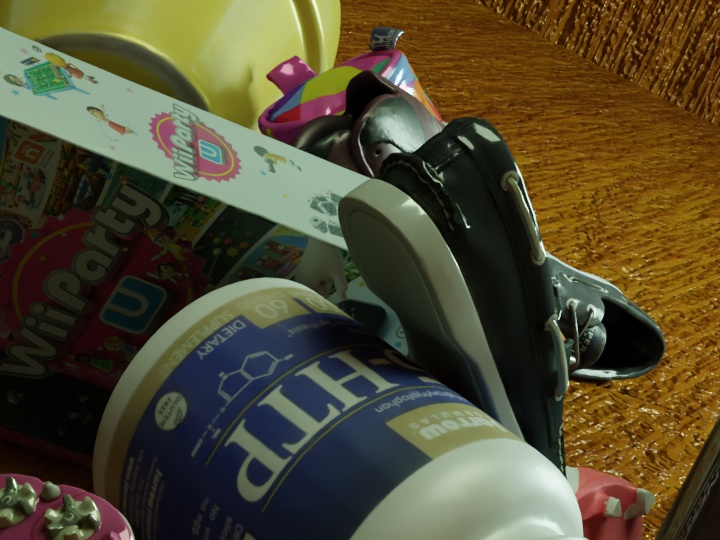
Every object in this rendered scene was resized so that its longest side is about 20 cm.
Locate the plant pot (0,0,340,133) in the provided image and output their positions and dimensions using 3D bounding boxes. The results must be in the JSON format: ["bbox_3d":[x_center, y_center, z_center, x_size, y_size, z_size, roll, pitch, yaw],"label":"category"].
[{"bbox_3d":[-0.117,-0.099,1.499,0.201,0.201,0.189,24,27,-7],"label":"plant pot"}]

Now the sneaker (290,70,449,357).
[{"bbox_3d":[0.000,0.000,1.304,0.076,0.200,0.116,-15,-37,27],"label":"sneaker"}]

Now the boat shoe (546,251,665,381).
[{"bbox_3d":[0.114,0.032,1.686,0.066,0.070,0.200,31,6,31],"label":"boat shoe"}]

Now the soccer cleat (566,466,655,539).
[{"bbox_3d":[0.048,0.111,1.242,0.076,0.067,0.200,2,-1,37],"label":"soccer cleat"}]

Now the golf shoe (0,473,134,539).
[{"bbox_3d":[-0.136,0.098,0.914,0.200,0.075,0.092,19,-32,41],"label":"golf shoe"}]

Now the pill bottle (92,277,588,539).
[{"bbox_3d":[0.008,0.097,1.049,0.200,0.120,0.120,34,15,38],"label":"pill bottle"}]

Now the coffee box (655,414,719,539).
[{"bbox_3d":[0.189,0.115,1.350,0.080,0.114,0.200,26,11,4],"label":"coffee box"}]

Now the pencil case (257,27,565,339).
[{"bbox_3d":[0.027,-0.017,1.450,0.200,0.088,0.088,61,1,-19],"label":"pencil case"}]

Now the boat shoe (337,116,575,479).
[{"bbox_3d":[0.051,0.027,1.100,0.076,0.060,0.200,37,-22,36],"label":"boat shoe"}]

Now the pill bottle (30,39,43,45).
[{"bbox_3d":[-0.112,-0.027,1.298,0.200,0.112,0.112,25,9,39],"label":"pill bottle"}]

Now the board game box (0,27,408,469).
[{"bbox_3d":[-0.087,0.008,1.158,0.200,0.148,0.064,21,34,-21],"label":"board game box"}]
